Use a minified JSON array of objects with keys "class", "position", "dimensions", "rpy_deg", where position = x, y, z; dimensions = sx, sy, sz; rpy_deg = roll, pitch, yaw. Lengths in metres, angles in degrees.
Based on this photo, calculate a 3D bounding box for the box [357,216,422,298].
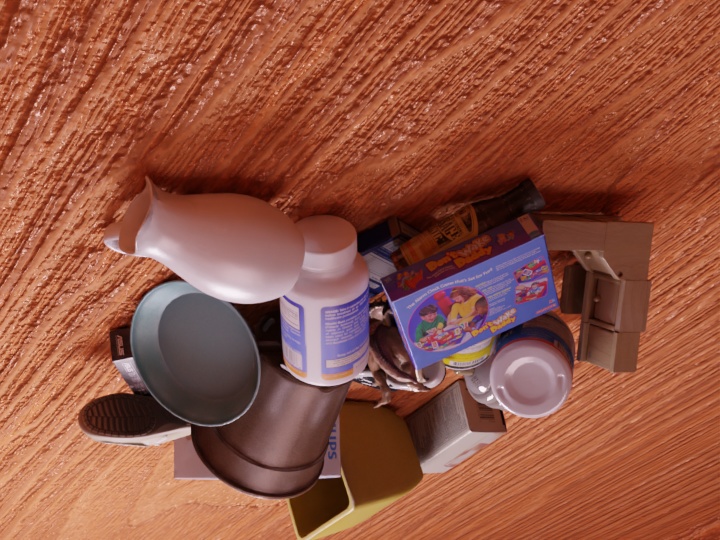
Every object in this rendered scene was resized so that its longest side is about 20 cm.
[{"class":"box","position":[0.000,0.000,1.525],"dimensions":[0.200,0.032,0.121],"rpy_deg":[-28,150,25]}]

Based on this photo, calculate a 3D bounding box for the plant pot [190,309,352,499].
[{"class":"plant pot","position":[-0.109,0.173,1.585],"dimensions":[0.200,0.200,0.198],"rpy_deg":[4,130,-30]}]

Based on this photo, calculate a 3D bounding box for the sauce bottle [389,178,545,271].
[{"class":"sauce bottle","position":[0.133,-0.046,1.434],"dimensions":[0.200,0.066,0.066],"rpy_deg":[-33,152,2]}]

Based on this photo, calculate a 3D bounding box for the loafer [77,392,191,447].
[{"class":"loafer","position":[-0.307,0.220,1.662],"dimensions":[0.200,0.076,0.068],"rpy_deg":[1,145,-26]}]

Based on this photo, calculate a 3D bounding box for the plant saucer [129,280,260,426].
[{"class":"plant saucer","position":[-0.207,0.103,1.500],"dimensions":[0.200,0.200,0.036],"rpy_deg":[-30,-178,31]}]

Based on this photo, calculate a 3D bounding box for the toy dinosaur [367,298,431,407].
[{"class":"toy dinosaur","position":[0.037,0.099,1.555],"dimensions":[0.086,0.136,0.200],"rpy_deg":[-13,-170,5]}]

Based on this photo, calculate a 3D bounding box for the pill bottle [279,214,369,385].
[{"class":"pill bottle","position":[-0.044,0.035,1.434],"dimensions":[0.112,0.112,0.200],"rpy_deg":[-8,127,-11]}]

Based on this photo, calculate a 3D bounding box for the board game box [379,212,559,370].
[{"class":"board game box","position":[0.137,0.028,1.421],"dimensions":[0.200,0.045,0.135],"rpy_deg":[-24,134,-3]}]

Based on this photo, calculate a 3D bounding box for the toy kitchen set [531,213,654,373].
[{"class":"toy kitchen set","position":[0.265,0.022,1.554],"dimensions":[0.180,0.200,0.163],"rpy_deg":[1,-172,-25]}]

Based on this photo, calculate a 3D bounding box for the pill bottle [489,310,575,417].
[{"class":"pill bottle","position":[0.245,0.121,1.630],"dimensions":[0.112,0.112,0.200],"rpy_deg":[-21,-171,17]}]

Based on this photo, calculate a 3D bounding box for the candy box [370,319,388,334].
[{"class":"candy box","position":[0.001,0.119,1.767],"dimensions":[0.200,0.026,0.102],"rpy_deg":[-20,149,14]}]

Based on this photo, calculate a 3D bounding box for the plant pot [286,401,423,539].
[{"class":"plant pot","position":[-0.008,0.345,2.036],"dimensions":[0.200,0.196,0.194],"rpy_deg":[-1,152,-36]}]

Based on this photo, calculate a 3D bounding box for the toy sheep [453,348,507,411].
[{"class":"toy sheep","position":[0.226,0.155,1.821],"dimensions":[0.200,0.138,0.138],"rpy_deg":[3,150,-28]}]

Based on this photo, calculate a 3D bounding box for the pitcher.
[{"class":"pitcher","position":[-0.180,-0.030,1.316],"dimensions":[0.200,0.121,0.171],"rpy_deg":[16,163,-28]}]

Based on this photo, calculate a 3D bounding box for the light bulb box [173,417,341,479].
[{"class":"light bulb box","position":[-0.163,0.263,1.805],"dimensions":[0.200,0.125,0.198],"rpy_deg":[4,170,-32]}]

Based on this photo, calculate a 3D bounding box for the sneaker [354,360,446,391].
[{"class":"sneaker","position":[0.062,0.142,1.692],"dimensions":[0.200,0.073,0.112],"rpy_deg":[4,167,39]}]

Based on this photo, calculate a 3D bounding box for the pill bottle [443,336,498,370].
[{"class":"pill bottle","position":[0.141,0.057,1.592],"dimensions":[0.114,0.114,0.200],"rpy_deg":[-11,159,-3]}]

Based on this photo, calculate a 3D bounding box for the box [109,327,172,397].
[{"class":"box","position":[-0.256,0.129,1.647],"dimensions":[0.158,0.048,0.200],"rpy_deg":[-12,154,-2]}]

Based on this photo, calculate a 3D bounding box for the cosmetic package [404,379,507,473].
[{"class":"cosmetic package","position":[0.164,0.283,2.080],"dimensions":[0.087,0.104,0.200],"rpy_deg":[7,149,-32]}]
